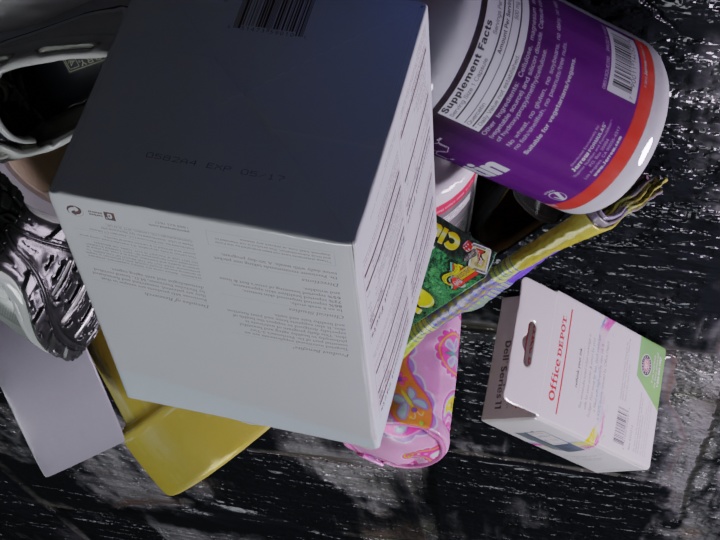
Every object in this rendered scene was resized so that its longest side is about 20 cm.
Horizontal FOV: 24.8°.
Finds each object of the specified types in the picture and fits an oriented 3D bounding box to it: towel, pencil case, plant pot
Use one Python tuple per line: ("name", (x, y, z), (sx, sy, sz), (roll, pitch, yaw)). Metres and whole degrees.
("towel", (0.114, -0.004, 1.137), (0.200, 0.023, 0.143), (-35, 177, 29))
("pencil case", (0.033, 0.050, 1.269), (0.087, 0.201, 0.088), (3, 150, 2))
("plant pot", (-0.136, 0.045, 1.319), (0.189, 0.201, 0.201), (52, 150, -5))

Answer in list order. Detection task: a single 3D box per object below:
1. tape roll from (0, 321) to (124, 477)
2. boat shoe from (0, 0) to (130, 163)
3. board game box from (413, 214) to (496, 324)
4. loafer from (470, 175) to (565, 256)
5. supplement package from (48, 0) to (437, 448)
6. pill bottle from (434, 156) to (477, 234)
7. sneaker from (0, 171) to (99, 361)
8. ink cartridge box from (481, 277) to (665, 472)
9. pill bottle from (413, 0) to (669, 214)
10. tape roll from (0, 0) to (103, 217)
("tape roll", (-0.243, 0.048, 1.202), (0.066, 0.201, 0.200), (-25, 163, -11))
("boat shoe", (-0.198, -0.094, 0.945), (0.199, 0.066, 0.072), (-15, 121, 22))
("board game box", (0.000, 0.000, 1.071), (0.104, 0.024, 0.200), (28, 154, -12))
("loafer", (0.133, -0.064, 1.099), (0.072, 0.073, 0.200), (17, 158, -15))
("supplement package", (-0.049, -0.030, 0.862), (0.151, 0.151, 0.201), (10, 148, 11))
("pill bottle", (0.022, -0.044, 1.121), (0.110, 0.111, 0.200), (9, 152, 4))
("sneaker", (-0.220, -0.013, 0.994), (0.079, 0.074, 0.200), (15, 158, 35))
("ink cartridge box", (0.175, 0.092, 1.425), (0.199, 0.118, 0.067), (27, 156, -38))
("pill bottle", (0.071, -0.114, 0.939), (0.199, 0.113, 0.112), (21, 157, -26))
("tape roll", (-0.169, -0.098, 1.021), (0.201, 0.071, 0.204), (6, 127, 8))
